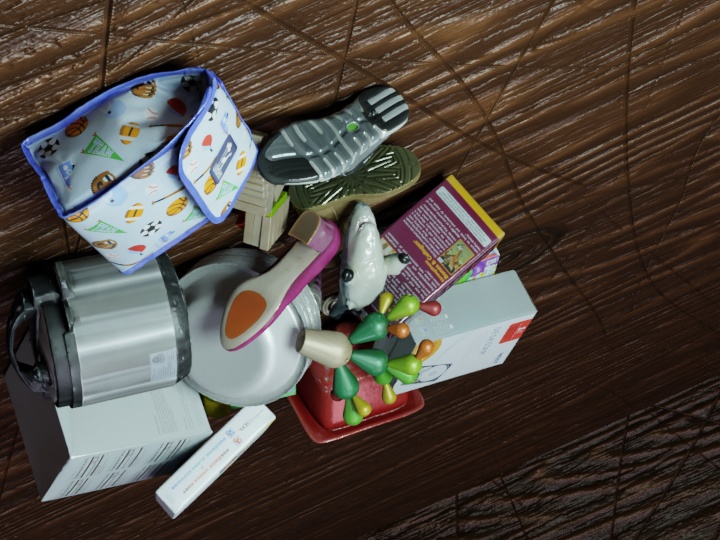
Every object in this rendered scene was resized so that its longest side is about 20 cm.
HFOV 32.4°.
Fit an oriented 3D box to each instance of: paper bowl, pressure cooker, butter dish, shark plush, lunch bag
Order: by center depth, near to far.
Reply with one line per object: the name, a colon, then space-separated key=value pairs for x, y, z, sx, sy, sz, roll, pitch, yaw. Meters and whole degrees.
lunch bag: x=-0.206 y=-0.106 z=1.251 sx=0.200 sy=0.124 sz=0.170 roll=-33 pitch=158 yaw=-3
pressure cooker: x=-0.311 y=0.067 z=1.442 sx=0.199 sy=0.177 sz=0.179 roll=-13 pitch=-176 yaw=-19
shark plush: x=0.000 y=0.000 z=1.556 sx=0.091 sy=0.083 sz=0.200 roll=-22 pitch=155 yaw=-14
paper bowl: x=-0.158 y=0.080 z=1.576 sx=0.200 sy=0.201 sz=0.104 roll=-35 pitch=-171 yaw=25
butter dish: x=-0.020 y=0.145 z=1.953 sx=0.199 sy=0.200 sz=0.148 roll=-16 pitch=133 yaw=-18

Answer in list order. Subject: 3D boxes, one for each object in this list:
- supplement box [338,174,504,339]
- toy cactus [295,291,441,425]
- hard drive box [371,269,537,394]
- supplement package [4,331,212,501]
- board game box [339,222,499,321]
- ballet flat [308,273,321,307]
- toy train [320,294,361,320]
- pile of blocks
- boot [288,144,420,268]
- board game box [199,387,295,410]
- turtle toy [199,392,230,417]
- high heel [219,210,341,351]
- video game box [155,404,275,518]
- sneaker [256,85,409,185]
supplement box: x=0.080 y=-0.017 z=1.648 sx=0.200 sy=0.110 sz=0.086 roll=-40 pitch=173 yaw=-9
toy cactus: x=0.000 y=0.099 z=1.544 sx=0.165 sy=0.102 sz=0.200 roll=17 pitch=126 yaw=-22
hard drive box: x=0.130 y=0.090 z=1.781 sx=0.199 sy=0.077 sz=0.156 roll=-15 pitch=152 yaw=-23
supplement package: x=-0.338 y=0.176 z=1.645 sx=0.199 sy=0.192 sz=0.147 roll=-7 pitch=153 yaw=-35
board game box: x=0.081 y=-0.011 z=1.758 sx=0.199 sy=0.105 sz=0.103 roll=-20 pitch=158 yaw=-10
ballet flat: x=-0.101 y=0.075 z=1.695 sx=0.200 sy=0.071 sz=0.069 roll=-54 pitch=133 yaw=-12
toy train: x=0.024 y=0.081 z=1.885 sx=0.199 sy=0.116 sz=0.085 roll=-17 pitch=153 yaw=-17
pile of blocks: x=-0.126 y=-0.107 z=1.426 sx=0.062 sy=0.082 sz=0.200 roll=17 pitch=149 yaw=13
boot: x=-0.001 y=-0.079 z=1.591 sx=0.175 sy=0.066 sz=0.200 roll=-13 pitch=157 yaw=3
board game box: x=-0.214 y=0.166 z=1.836 sx=0.199 sy=0.134 sz=0.029 roll=-11 pitch=115 yaw=-30
turtle toy: x=-0.175 y=0.112 z=1.765 sx=0.200 sy=0.101 sz=0.146 roll=-19 pitch=119 yaw=-37
high heel: x=-0.091 y=0.023 z=1.505 sx=0.200 sy=0.067 sz=0.096 roll=-51 pitch=154 yaw=0
video game box: x=-0.202 y=0.260 z=1.697 sx=0.182 sy=0.047 sz=0.200 roll=-41 pitch=176 yaw=-16
sneaker: x=-0.038 y=-0.127 z=1.398 sx=0.200 sy=0.075 sz=0.116 roll=-28 pitch=168 yaw=-28
